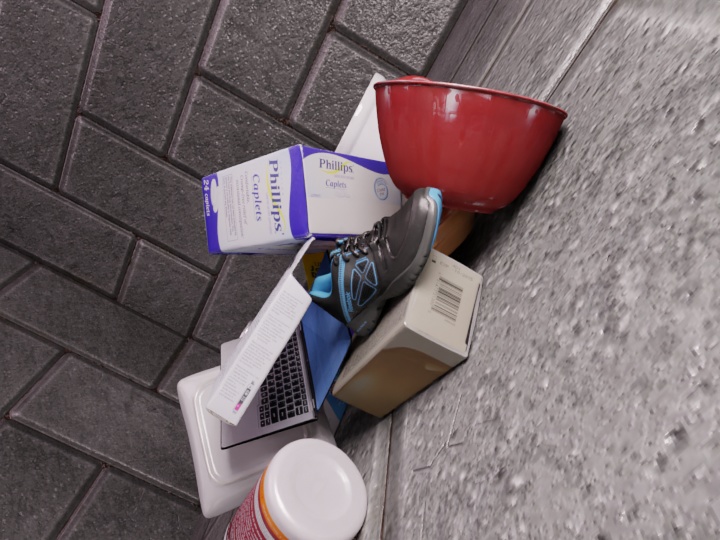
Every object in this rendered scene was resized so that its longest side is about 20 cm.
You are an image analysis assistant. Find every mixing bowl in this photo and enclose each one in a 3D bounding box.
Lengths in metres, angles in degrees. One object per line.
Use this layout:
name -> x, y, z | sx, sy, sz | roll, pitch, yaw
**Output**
mixing bowl -> 0.102, -0.122, 0.576 | 0.200, 0.197, 0.110 | -98, 17, -77

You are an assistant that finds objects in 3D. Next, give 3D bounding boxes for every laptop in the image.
laptop -> -0.109, 0.098, 0.727 | 0.188, 0.197, 0.117 | -109, 3, -52

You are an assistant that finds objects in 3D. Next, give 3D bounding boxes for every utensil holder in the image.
utensil holder -> 0.068, -0.176, 0.855 | 0.171, 0.198, 0.170 | -60, 9, 15

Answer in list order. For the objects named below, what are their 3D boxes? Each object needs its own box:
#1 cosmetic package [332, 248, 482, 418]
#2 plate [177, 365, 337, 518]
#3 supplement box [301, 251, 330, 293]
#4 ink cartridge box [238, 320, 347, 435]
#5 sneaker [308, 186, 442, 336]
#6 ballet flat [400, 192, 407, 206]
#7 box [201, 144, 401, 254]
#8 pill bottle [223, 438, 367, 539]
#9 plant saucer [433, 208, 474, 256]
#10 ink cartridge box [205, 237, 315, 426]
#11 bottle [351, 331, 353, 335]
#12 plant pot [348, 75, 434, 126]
cosmetic package -> 0.046, 0.076, 0.606 | 0.200, 0.070, 0.106 | -53, 13, 53
plate -> -0.150, 0.208, 0.773 | 0.032, 0.197, 0.201 | 80, 169, -62
supplement box -> -0.036, -0.014, 1.031 | 0.110, 0.108, 0.202 | -69, -21, -44
ink cartridge box -> -0.134, 0.202, 0.908 | 0.148, 0.198, 0.146 | -64, 8, -20
sneaker -> 0.012, -0.010, 0.554 | 0.201, 0.081, 0.074 | -56, 10, 39
ballet flat -> 0.097, -0.126, 0.736 | 0.199, 0.068, 0.069 | -38, 52, 27
box -> -0.075, -0.081, 0.728 | 0.198, 0.183, 0.107 | -7, 87, 41
pill bottle -> -0.083, 0.284, 0.602 | 0.201, 0.112, 0.113 | -57, 9, 33
plant saucer -> 0.071, -0.022, 0.702 | 0.200, 0.038, 0.200 | -40, 5, 4
ink cartridge box -> -0.104, 0.065, 0.641 | 0.201, 0.043, 0.196 | -57, 8, -8
bottle -> 0.000, 0.000, 0.826 | 0.083, 0.065, 0.203 | -27, 69, 39
plant pot -> 0.086, -0.270, 1.103 | 0.202, 0.199, 0.182 | -63, 14, -8
